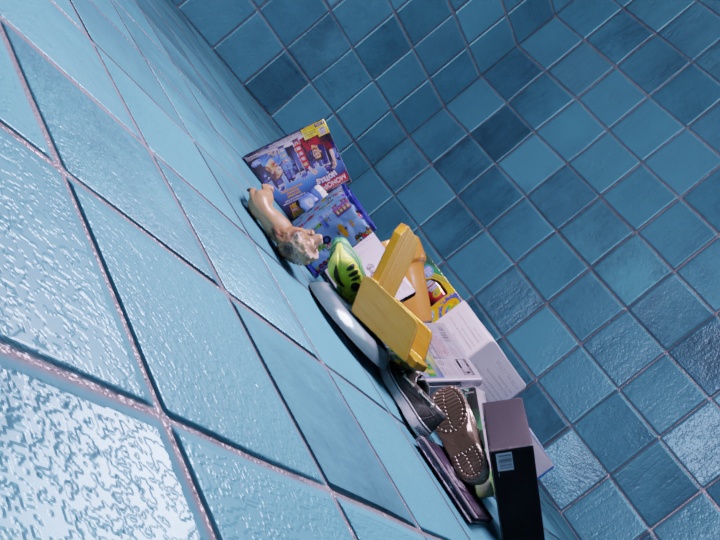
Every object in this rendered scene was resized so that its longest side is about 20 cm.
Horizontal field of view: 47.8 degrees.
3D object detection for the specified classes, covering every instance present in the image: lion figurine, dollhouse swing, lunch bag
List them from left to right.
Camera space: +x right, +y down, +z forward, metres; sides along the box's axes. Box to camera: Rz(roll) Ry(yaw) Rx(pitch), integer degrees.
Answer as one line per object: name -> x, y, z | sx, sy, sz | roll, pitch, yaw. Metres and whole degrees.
lion figurine -> -0.140, -0.080, 1.362 | 0.199, 0.073, 0.122 | 39, 9, 12
lunch bag -> -0.072, -0.100, 1.594 | 0.094, 0.150, 0.200 | 50, 5, -26
dollhouse swing -> 0.093, 0.051, 1.447 | 0.181, 0.176, 0.200 | 41, 0, 17

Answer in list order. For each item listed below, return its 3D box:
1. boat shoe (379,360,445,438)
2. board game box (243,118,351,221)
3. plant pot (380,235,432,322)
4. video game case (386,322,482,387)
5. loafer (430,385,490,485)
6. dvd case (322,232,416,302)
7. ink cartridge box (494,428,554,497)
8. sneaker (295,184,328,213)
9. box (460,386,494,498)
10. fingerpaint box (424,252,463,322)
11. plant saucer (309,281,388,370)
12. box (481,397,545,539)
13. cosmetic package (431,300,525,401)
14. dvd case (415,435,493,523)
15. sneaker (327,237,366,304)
boat shoe -> 0.092, 0.210, 1.400 | 0.071, 0.063, 0.200 | 48, 4, -33
board game box -> -0.130, -0.204, 1.810 | 0.062, 0.197, 0.202 | -106, 172, -77
plant pot -> 0.071, 0.049, 1.793 | 0.200, 0.198, 0.186 | 36, 32, -75
video game case -> 0.120, 0.164, 1.597 | 0.179, 0.022, 0.201 | 2, 29, -20
loafer -> 0.172, 0.290, 1.410 | 0.202, 0.075, 0.069 | -106, 172, -45
dvd case -> 0.000, 0.000, 1.658 | 0.201, 0.149, 0.025 | 54, -28, 20
ink cartridge box -> 0.303, 0.376, 1.789 | 0.145, 0.147, 0.200 | 51, 5, -17
sneaker -> -0.093, -0.085, 1.779 | 0.079, 0.088, 0.202 | 47, -22, 59
box -> 0.232, 0.331, 1.569 | 0.144, 0.036, 0.204 | 38, 42, -70
fingerpaint box -> 0.132, 0.089, 1.919 | 0.168, 0.199, 0.073 | 54, 6, 18
plant saucer -> -0.014, 0.089, 1.412 | 0.201, 0.027, 0.200 | 49, 2, -2
box -> 0.261, 0.344, 1.391 | 0.142, 0.077, 0.203 | -89, 168, -66
cosmetic package -> 0.209, 0.214, 1.734 | 0.168, 0.199, 0.167 | 50, 5, -31
dvd case -> 0.157, 0.346, 1.332 | 0.150, 0.016, 0.200 | 55, 3, 24
sneaker -> -0.017, 0.008, 1.505 | 0.201, 0.073, 0.085 | 78, 9, -59
